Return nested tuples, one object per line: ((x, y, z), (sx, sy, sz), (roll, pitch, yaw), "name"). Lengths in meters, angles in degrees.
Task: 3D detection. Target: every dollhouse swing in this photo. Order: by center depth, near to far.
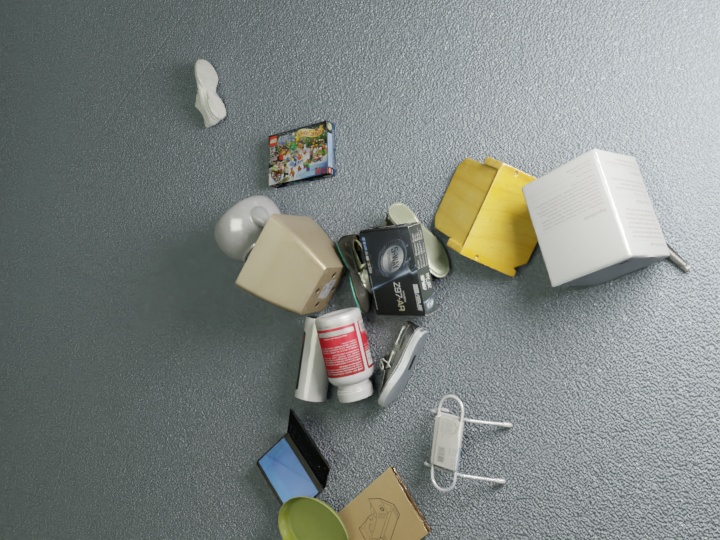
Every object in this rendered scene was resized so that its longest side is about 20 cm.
((0.280, -0.125, 1.430), (0.179, 0.176, 0.203), (22, 100, -9), "dollhouse swing")

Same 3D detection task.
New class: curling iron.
((0.545, -0.078, 1.249), (0.050, 0.025, 0.201), (-48, 61, 33), "curling iron")

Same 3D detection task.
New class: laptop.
((-0.169, 0.475, 1.627), (0.178, 0.102, 0.201), (50, 149, 26), "laptop")

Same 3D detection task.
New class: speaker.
((-0.108, 0.214, 1.631), (0.080, 0.081, 0.204), (9, 91, 34), "speaker")

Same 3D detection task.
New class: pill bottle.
((-0.032, 0.197, 1.550), (0.111, 0.112, 0.203), (-12, 93, 32), "pill bottle")

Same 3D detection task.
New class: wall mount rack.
((0.221, 0.368, 1.402), (0.172, 0.074, 0.204), (7, 89, 38), "wall mount rack")

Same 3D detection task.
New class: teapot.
((-0.271, -0.082, 1.717), (0.197, 0.200, 0.147), (-40, 76, 11), "teapot")

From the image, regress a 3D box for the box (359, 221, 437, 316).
((0.083, 0.000, 1.489), (0.159, 0.043, 0.203), (-2, 104, 47), "box")

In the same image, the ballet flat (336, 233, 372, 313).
((0.000, 0.000, 1.590), (0.068, 0.068, 0.203), (-27, 71, 20), "ballet flat")

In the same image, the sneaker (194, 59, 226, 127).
((-0.459, -0.518, 1.951), (0.088, 0.075, 0.203), (-28, 71, 41), "sneaker")

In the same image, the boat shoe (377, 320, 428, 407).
((0.080, 0.210, 1.507), (0.068, 0.073, 0.202), (29, 101, 28), "boat shoe")

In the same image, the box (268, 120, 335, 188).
((-0.155, -0.301, 1.738), (0.197, 0.037, 0.139), (-7, 82, 33), "box")

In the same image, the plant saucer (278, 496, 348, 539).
((-0.107, 0.622, 1.587), (0.197, 0.031, 0.204), (9, 110, 25), "plant saucer")

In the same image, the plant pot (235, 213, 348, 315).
((-0.149, -0.002, 1.622), (0.176, 0.199, 0.202), (36, 105, 20), "plant pot")

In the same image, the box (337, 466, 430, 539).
((0.048, 0.577, 1.524), (0.200, 0.021, 0.164), (-46, 62, 23), "box")

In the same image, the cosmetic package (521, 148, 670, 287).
((0.431, -0.091, 1.226), (0.165, 0.166, 0.203), (-27, 71, 44), "cosmetic package")

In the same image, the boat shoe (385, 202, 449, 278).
((0.128, -0.061, 1.512), (0.202, 0.071, 0.061), (55, 155, 13), "boat shoe")
